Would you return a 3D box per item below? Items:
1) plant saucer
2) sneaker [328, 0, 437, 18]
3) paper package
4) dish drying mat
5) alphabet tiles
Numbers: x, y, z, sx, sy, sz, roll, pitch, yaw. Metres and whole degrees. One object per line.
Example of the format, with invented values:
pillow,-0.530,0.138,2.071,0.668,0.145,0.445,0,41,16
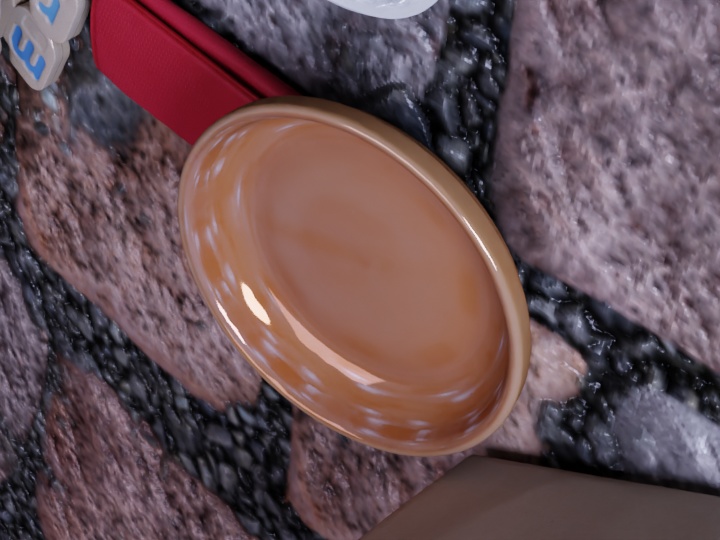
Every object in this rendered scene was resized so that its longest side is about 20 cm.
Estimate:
plant saucer,0.000,0.000,0.947,0.200,0.037,0.201,24,137,25
sneaker,-0.043,-0.184,0.822,0.200,0.079,0.079,34,-168,-26
paper package,0.071,0.179,0.885,0.200,0.190,0.104,4,122,50
dish drying mat,-0.071,-0.084,1.010,0.200,0.018,0.077,37,141,27
alphabet tiles,-0.224,-0.202,1.109,0.200,0.015,0.196,51,144,10
